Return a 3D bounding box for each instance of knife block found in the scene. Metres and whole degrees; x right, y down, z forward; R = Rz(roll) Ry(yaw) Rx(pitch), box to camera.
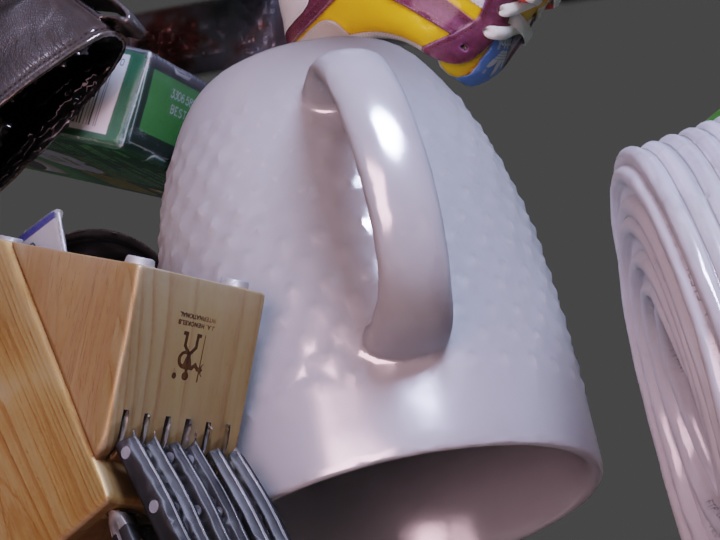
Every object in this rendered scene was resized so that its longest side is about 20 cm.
[{"bbox_3d":[-0.102,0.080,0.865,0.200,0.064,0.176,10,87,41],"label":"knife block"}]

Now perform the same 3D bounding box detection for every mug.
[{"bbox_3d":[0.000,0.000,0.921,0.148,0.200,0.175,-9,67,-10],"label":"mug"}]

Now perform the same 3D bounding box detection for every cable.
[{"bbox_3d":[0.135,0.046,0.848,0.069,0.200,0.200,-14,31,-1],"label":"cable"}]

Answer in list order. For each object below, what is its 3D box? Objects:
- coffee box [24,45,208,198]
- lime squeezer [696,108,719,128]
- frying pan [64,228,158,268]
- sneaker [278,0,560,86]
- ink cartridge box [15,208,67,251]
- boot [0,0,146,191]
[{"bbox_3d":[-0.146,-0.072,1.041,0.200,0.123,0.044,12,84,27],"label":"coffee box"},{"bbox_3d":[0.158,-0.102,0.913,0.038,0.071,0.200,11,116,-13],"label":"lime squeezer"},{"bbox_3d":[-0.117,0.077,1.041,0.115,0.031,0.190,21,98,32],"label":"frying pan"},{"bbox_3d":[0.062,-0.120,0.996,0.200,0.075,0.090,-12,81,27],"label":"sneaker"},{"bbox_3d":[-0.136,0.107,0.979,0.196,0.043,0.200,-33,59,43],"label":"ink cartridge box"},{"bbox_3d":[-0.197,-0.080,0.961,0.200,0.069,0.174,-40,64,7],"label":"boot"}]
